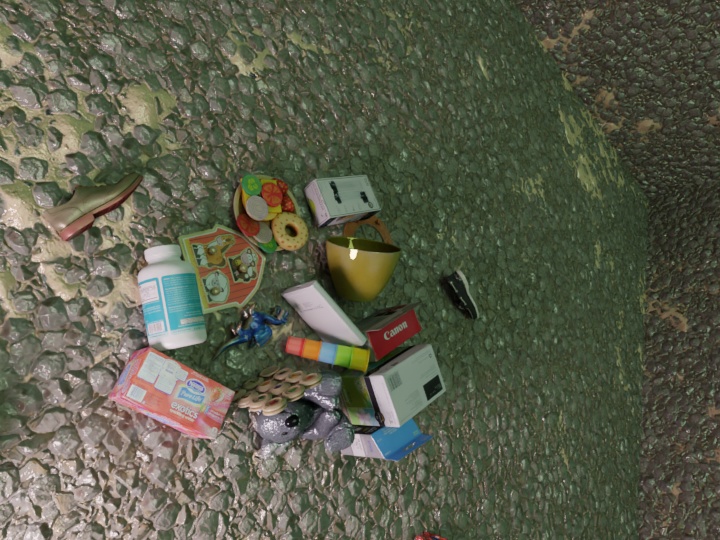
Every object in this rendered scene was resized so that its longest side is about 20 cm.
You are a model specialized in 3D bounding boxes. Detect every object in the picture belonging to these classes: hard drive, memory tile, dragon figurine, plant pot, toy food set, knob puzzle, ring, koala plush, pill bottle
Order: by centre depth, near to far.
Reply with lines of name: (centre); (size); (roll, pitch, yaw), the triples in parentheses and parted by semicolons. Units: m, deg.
pill bottle: (-0.377, 0.054, 1.039); (0.110, 0.110, 0.202); (-7, 84, -43)
memory tile: (-0.186, 0.248, 1.103); (0.153, 0.199, 0.017); (-28, 106, -42)
koala plush: (-0.143, 0.328, 1.174); (0.199, 0.184, 0.179); (-14, 89, -22)
dragon figurine: (-0.239, 0.141, 1.179); (0.100, 0.059, 0.201); (48, 50, -22)
knob puzzle: (-0.296, -0.011, 1.187); (0.219, 0.030, 0.222); (14, 69, -40)
hard drive: (-0.089, 0.113, 1.273); (0.200, 0.131, 0.027); (51, 51, -20)
toy food set: (-0.222, -0.140, 1.273); (0.197, 0.048, 0.202); (-6, 82, -45)
plant pot: (0.000, 0.000, 1.369); (0.199, 0.199, 0.143); (-4, 107, -43)
ring: (0.029, -0.073, 1.511); (0.199, 0.019, 0.202); (14, 69, -40)

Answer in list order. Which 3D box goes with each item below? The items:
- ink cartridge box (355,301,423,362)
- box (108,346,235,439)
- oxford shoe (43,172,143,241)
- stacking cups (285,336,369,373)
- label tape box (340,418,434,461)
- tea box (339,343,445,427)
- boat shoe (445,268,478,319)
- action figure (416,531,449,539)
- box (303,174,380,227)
ink cartridge box: (0.063, 0.163, 1.371); (0.199, 0.175, 0.084); (-26, 96, -43)
box: (-0.362, 0.241, 1.014); (0.200, 0.094, 0.103); (37, 56, -30)
oxford shoe: (-0.507, -0.143, 1.002); (0.075, 0.070, 0.200); (50, 50, -14)
stacking cups: (-0.079, 0.198, 1.248); (0.198, 0.061, 0.061); (12, 67, -6)
label tape box: (0.058, 0.403, 1.286); (0.144, 0.199, 0.064); (-16, 90, -44)
tea box: (0.072, 0.291, 1.331); (0.199, 0.196, 0.135); (-22, 94, -44)
boat shoe: (0.336, 0.089, 1.721); (0.060, 0.074, 0.201); (-29, 122, -3)
action figure: (0.221, 0.774, 1.445); (0.200, 0.052, 0.066); (38, 59, -26)
box: (-0.048, -0.194, 1.431); (0.199, 0.060, 0.117); (-16, 80, -44)
